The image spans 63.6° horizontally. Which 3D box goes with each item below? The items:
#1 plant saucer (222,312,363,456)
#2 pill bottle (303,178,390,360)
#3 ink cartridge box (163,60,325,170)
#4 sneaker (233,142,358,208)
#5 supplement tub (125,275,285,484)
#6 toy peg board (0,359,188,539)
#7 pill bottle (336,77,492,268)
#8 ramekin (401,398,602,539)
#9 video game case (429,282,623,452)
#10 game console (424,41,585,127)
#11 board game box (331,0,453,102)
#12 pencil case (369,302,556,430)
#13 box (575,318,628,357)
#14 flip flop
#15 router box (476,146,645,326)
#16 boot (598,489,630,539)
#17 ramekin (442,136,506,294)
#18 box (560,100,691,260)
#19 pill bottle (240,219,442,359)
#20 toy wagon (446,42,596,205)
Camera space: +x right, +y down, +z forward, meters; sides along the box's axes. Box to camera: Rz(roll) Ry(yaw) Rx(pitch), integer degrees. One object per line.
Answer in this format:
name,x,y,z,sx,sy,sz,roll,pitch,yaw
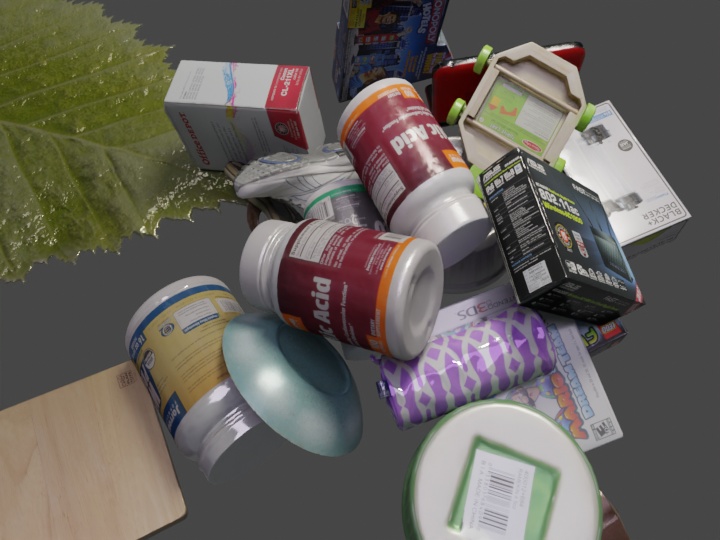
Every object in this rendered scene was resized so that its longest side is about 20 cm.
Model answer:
plant saucer,-0.062,0.110,0.651,0.039,0.199,0.202,-48,65,18
pill bottle,0.000,0.000,0.733,0.109,0.114,0.206,-15,71,0
ink cartridge box,-0.161,-0.217,0.841,0.192,0.147,0.085,7,64,10
sneaker,-0.075,-0.115,0.782,0.194,0.090,0.074,-14,28,-29
supplement tub,-0.173,0.125,0.684,0.143,0.146,0.201,-36,65,-10
toy peg board,-0.324,0.248,0.689,0.194,0.099,0.204,-20,64,-20
pill bottle,0.062,-0.109,0.671,0.112,0.115,0.204,-27,69,-7
ramekin,0.133,0.226,0.559,0.192,0.098,0.207,-3,65,6
video game case,0.177,0.121,0.666,0.176,0.024,0.206,-19,74,-3
game console,0.190,-0.281,0.815,0.192,0.173,0.123,-7,67,4
board game box,0.063,-0.355,0.875,0.193,0.202,0.063,-9,63,-13
pencil case,0.109,0.100,0.623,0.193,0.085,0.088,-18,63,-4
box,0.213,0.078,0.717,0.195,0.035,0.112,-26,65,-5
flip flop,-0.134,-0.077,0.819,0.200,0.080,0.058,46,106,22
router box,0.224,-0.031,0.643,0.062,0.196,0.154,-34,58,36
boot,0.219,0.337,0.586,0.196,0.065,0.189,-28,67,-11
ramekin,0.125,-0.082,0.770,0.194,0.095,0.209,-3,65,6
box,0.329,-0.117,0.779,0.113,0.061,0.205,-19,64,-2
pill bottle,-0.022,0.011,0.604,0.194,0.115,0.117,12,66,28
toy wagon,0.180,-0.166,0.703,0.152,0.040,0.204,30,96,7
